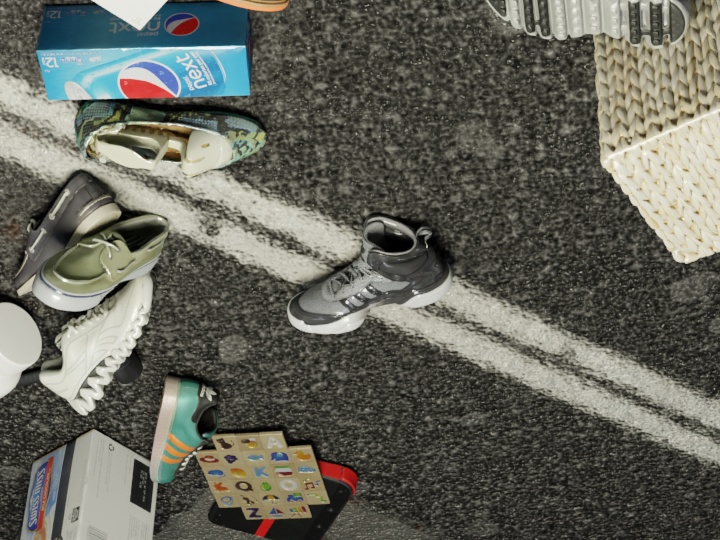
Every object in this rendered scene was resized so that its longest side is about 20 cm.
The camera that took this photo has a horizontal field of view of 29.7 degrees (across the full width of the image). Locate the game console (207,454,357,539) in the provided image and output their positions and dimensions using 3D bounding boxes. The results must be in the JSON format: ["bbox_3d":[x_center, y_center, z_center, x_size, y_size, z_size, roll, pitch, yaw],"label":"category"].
[{"bbox_3d":[-0.111,0.326,1.954,0.175,0.031,0.201,18,135,-12],"label":"game console"}]

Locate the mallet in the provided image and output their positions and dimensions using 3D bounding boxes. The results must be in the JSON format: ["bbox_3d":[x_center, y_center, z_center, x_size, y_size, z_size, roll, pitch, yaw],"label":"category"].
[{"bbox_3d":[-0.365,0.131,1.716,0.198,0.042,0.066,-19,133,25],"label":"mallet"}]

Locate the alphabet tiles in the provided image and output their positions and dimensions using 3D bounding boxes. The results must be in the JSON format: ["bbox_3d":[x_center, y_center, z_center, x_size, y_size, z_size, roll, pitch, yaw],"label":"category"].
[{"bbox_3d":[-0.135,0.288,1.889,0.164,0.006,0.201,-4,136,11],"label":"alphabet tiles"}]

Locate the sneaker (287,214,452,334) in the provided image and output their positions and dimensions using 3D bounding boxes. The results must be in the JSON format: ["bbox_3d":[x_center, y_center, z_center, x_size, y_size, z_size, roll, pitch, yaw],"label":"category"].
[{"bbox_3d":[0.000,0.000,1.546,0.198,0.076,0.114,-16,137,7],"label":"sneaker"}]

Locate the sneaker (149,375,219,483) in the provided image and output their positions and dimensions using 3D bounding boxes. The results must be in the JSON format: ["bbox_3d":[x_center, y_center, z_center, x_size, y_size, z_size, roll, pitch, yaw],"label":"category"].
[{"bbox_3d":[-0.231,0.219,1.789,0.079,0.072,0.201,10,136,-7],"label":"sneaker"}]

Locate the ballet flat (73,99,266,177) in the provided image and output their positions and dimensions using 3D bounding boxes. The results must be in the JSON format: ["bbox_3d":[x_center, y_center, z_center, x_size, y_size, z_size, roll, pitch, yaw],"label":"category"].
[{"bbox_3d":[-0.196,-0.127,1.397,0.197,0.075,0.075,4,139,-7],"label":"ballet flat"}]

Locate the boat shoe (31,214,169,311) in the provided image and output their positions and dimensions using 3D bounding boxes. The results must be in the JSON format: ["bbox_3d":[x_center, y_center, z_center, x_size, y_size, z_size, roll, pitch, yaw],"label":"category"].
[{"bbox_3d":[-0.278,-0.016,1.458,0.072,0.200,0.062,37,118,9],"label":"boat shoe"}]

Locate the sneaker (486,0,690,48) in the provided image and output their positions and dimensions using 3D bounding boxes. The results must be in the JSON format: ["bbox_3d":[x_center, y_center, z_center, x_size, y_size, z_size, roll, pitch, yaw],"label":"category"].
[{"bbox_3d":[0.209,-0.261,1.256,0.197,0.082,0.076,12,146,15],"label":"sneaker"}]

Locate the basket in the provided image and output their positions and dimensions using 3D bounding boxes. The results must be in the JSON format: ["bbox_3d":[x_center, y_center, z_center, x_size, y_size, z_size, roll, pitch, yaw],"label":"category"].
[{"bbox_3d":[0.331,-0.150,1.292,0.159,0.202,0.198,-20,136,29],"label":"basket"}]

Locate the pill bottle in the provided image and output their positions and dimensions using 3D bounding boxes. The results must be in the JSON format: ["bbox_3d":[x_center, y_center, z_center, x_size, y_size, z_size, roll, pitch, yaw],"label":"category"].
[{"bbox_3d":[-0.479,0.117,1.635,0.199,0.112,0.111,-29,132,28],"label":"pill bottle"}]

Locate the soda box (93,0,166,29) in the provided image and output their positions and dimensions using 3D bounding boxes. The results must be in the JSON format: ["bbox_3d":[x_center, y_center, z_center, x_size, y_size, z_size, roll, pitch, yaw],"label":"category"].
[{"bbox_3d":[-0.255,-0.301,1.199,0.199,0.064,0.068,30,130,-30],"label":"soda box"}]

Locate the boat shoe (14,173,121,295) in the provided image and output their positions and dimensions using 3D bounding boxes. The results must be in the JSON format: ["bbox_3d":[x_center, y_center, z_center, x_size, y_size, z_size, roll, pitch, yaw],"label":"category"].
[{"bbox_3d":[-0.338,-0.039,1.518,0.200,0.072,0.063,-38,85,41],"label":"boat shoe"}]

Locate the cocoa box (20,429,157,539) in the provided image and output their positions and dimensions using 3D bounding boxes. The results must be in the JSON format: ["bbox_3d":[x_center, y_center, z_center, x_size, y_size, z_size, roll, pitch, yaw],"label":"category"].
[{"bbox_3d":[-0.368,0.345,1.832,0.130,0.202,0.133,-27,133,28],"label":"cocoa box"}]

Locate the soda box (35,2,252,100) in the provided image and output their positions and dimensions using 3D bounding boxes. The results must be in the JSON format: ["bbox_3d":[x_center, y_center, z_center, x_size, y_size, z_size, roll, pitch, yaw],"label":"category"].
[{"bbox_3d":[-0.204,-0.210,1.301,0.197,0.068,0.065,-2,139,0],"label":"soda box"}]

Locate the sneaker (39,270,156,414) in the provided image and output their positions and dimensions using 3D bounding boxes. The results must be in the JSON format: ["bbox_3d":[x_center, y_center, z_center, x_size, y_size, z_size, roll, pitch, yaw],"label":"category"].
[{"bbox_3d":[-0.306,0.076,1.590,0.081,0.075,0.201,31,110,-14],"label":"sneaker"}]

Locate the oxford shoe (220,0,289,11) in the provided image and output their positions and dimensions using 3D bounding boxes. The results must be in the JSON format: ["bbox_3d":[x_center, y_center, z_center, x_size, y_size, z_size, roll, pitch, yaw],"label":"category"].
[{"bbox_3d":[-0.135,-0.299,1.202,0.199,0.072,0.073,27,127,-28],"label":"oxford shoe"}]
